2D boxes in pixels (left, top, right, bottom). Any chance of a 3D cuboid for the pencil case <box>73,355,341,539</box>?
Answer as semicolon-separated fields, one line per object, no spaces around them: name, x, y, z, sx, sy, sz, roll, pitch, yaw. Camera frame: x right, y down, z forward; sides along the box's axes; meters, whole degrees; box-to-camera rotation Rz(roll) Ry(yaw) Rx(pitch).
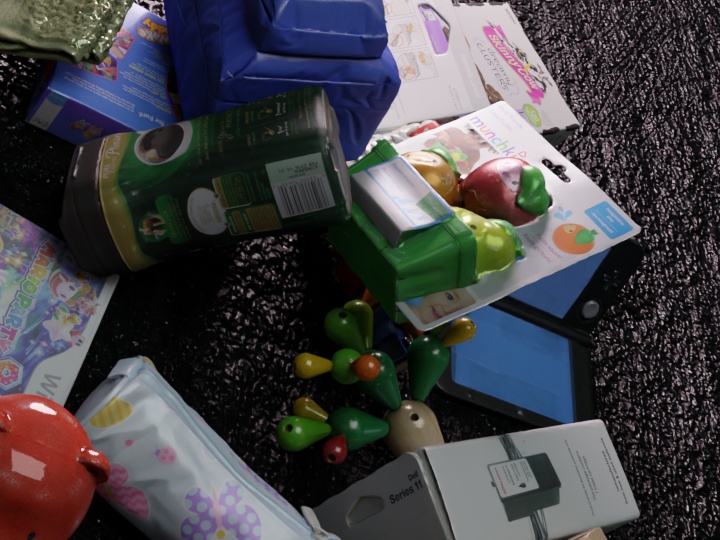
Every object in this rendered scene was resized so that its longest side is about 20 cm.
pencil case;-0.104;0.148;0.768;0.200;0.091;0.083;44;42;-7

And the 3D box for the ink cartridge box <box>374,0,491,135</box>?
ink cartridge box;0.009;-0.209;1.107;0.176;0.045;0.200;-10;66;-16

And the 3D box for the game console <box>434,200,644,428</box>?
game console;0.168;0.038;1.075;0.200;0.176;0.116;22;20;-30

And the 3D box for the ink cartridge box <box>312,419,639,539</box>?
ink cartridge box;0.083;0.182;0.868;0.200;0.147;0.083;-1;63;-41

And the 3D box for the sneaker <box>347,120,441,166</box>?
sneaker;0.022;-0.098;1.006;0.200;0.093;0.070;-7;65;-53

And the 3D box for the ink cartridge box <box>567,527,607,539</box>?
ink cartridge box;0.066;0.257;0.783;0.200;0.165;0.075;-10;68;-44

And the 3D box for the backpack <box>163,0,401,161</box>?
backpack;-0.060;-0.205;0.926;0.162;0.168;0.200;3;52;-29

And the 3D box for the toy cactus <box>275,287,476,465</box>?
toy cactus;0.029;0.093;0.916;0.200;0.102;0.165;-46;115;-36

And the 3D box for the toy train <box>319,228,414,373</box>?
toy train;0.000;0.000;1.003;0.046;0.034;0.200;0;60;-63

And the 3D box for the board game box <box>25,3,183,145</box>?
board game box;-0.159;-0.138;0.958;0.200;0.045;0.135;26;47;-26

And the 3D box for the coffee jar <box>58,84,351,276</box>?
coffee jar;-0.110;-0.061;0.831;0.104;0.200;0.085;-96;172;-53

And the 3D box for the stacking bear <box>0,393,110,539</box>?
stacking bear;-0.203;0.131;0.608;0.121;0.200;0.114;33;44;-19

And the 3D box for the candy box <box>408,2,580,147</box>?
candy box;0.113;-0.190;1.218;0.200;0.072;0.168;-15;72;-46

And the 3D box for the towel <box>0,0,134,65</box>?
towel;-0.241;-0.233;0.911;0.148;0.037;0.200;11;49;5

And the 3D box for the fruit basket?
fruit basket;0.080;-0.053;0.898;0.200;0.094;0.185;-27;51;-15

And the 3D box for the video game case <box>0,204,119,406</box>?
video game case;-0.269;0.006;0.777;0.200;0.018;0.143;33;44;-20
